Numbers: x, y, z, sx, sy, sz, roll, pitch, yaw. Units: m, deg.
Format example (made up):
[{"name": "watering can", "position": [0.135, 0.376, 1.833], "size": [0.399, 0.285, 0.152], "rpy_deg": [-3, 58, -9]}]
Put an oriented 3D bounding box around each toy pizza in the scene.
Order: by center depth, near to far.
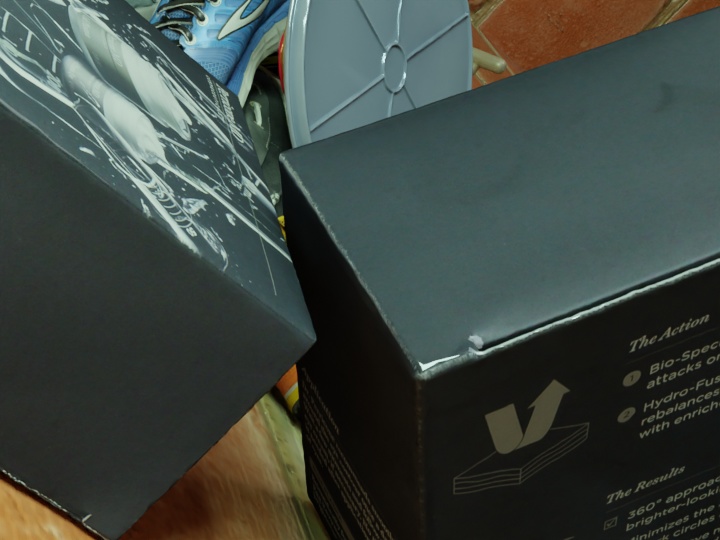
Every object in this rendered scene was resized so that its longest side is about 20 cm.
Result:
[{"name": "toy pizza", "position": [0.006, -0.111, 0.860], "size": [0.031, 0.202, 0.200], "rpy_deg": [5, -9, 30]}]

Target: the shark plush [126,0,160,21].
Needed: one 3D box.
[{"name": "shark plush", "position": [-0.183, -0.174, 0.807], "size": [0.200, 0.083, 0.091], "rpy_deg": [38, 15, -30]}]

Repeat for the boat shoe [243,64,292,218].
[{"name": "boat shoe", "position": [-0.078, -0.080, 0.873], "size": [0.067, 0.072, 0.200], "rpy_deg": [36, 16, -31]}]

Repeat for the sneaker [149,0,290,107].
[{"name": "sneaker", "position": [-0.084, -0.135, 0.807], "size": [0.078, 0.200, 0.090], "rpy_deg": [18, -36, 28]}]

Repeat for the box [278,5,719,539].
[{"name": "box", "position": [0.084, 0.032, 0.596], "size": [0.201, 0.195, 0.118], "rpy_deg": [88, -24, -46]}]

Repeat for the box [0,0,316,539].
[{"name": "box", "position": [-0.126, -0.041, 0.544], "size": [0.182, 0.104, 0.200], "rpy_deg": [39, 15, -29]}]

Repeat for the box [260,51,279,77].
[{"name": "box", "position": [-0.046, -0.126, 1.008], "size": [0.193, 0.048, 0.200], "rpy_deg": [42, -11, -22]}]

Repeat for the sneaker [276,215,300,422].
[{"name": "sneaker", "position": [0.000, 0.000, 0.795], "size": [0.090, 0.070, 0.200], "rpy_deg": [50, 30, 4]}]

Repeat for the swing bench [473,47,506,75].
[{"name": "swing bench", "position": [-0.007, -0.218, 1.384], "size": [0.200, 0.130, 0.199], "rpy_deg": [46, 13, 27]}]
